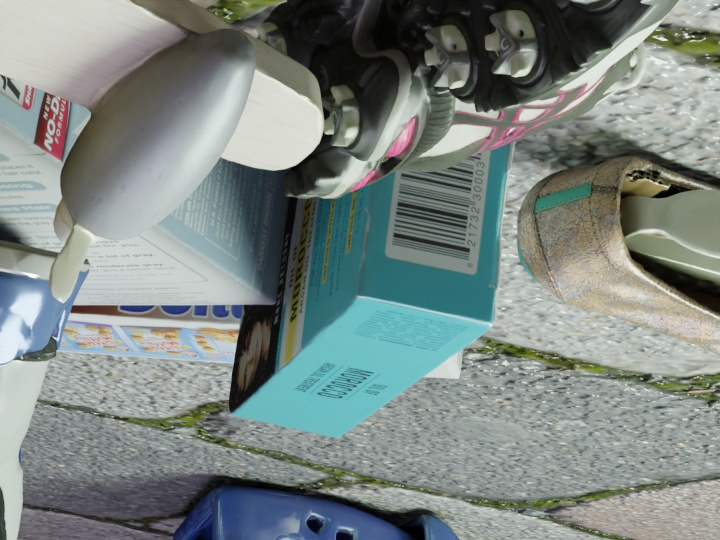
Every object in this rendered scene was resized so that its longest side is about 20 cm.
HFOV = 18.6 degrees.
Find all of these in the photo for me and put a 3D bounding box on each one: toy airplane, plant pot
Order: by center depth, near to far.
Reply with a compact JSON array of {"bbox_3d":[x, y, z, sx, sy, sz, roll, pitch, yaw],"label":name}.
[{"bbox_3d":[-0.113,-0.065,0.522,0.199,0.142,0.199,5,163,5],"label":"toy airplane"},{"bbox_3d":[-0.028,0.260,1.489,0.179,0.201,0.200,3,165,-12],"label":"plant pot"}]

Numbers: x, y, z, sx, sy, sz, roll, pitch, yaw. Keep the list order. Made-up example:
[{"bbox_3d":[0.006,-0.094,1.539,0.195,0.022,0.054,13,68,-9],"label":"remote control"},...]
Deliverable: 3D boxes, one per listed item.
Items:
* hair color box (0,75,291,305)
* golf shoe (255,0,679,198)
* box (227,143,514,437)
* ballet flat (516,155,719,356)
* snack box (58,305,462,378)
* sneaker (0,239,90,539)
[{"bbox_3d":[-0.111,-0.044,0.732,0.098,0.061,0.200,-1,163,25],"label":"hair color box"},{"bbox_3d":[0.044,-0.075,0.586,0.088,0.078,0.200,-8,173,-27],"label":"golf shoe"},{"bbox_3d":[0.000,0.000,0.801,0.049,0.083,0.200,12,162,-13],"label":"box"},{"bbox_3d":[0.152,0.005,0.793,0.199,0.068,0.067,12,155,-25],"label":"ballet flat"},{"bbox_3d":[-0.055,0.024,1.000,0.199,0.024,0.072,4,164,9],"label":"snack box"},{"bbox_3d":[-0.142,0.042,0.680,0.080,0.116,0.199,15,178,-15],"label":"sneaker"}]
